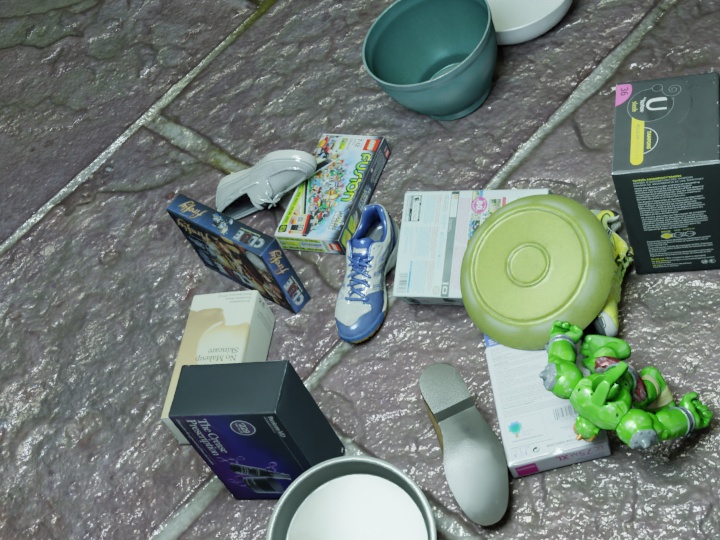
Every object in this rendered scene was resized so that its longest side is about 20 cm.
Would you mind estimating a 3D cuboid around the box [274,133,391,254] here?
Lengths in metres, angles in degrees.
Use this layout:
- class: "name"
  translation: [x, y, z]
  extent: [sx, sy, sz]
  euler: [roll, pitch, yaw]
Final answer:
- class: "box"
  translation: [-0.039, -0.116, 1.729]
  extent: [0.110, 0.035, 0.200]
  euler: [5, 56, 27]

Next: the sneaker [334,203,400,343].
- class: "sneaker"
  translation: [0.000, 0.000, 1.583]
  extent: [0.075, 0.088, 0.200]
  euler: [0, 55, 22]

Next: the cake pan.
- class: "cake pan"
  translation: [-0.009, 0.314, 1.335]
  extent: [0.200, 0.037, 0.201]
  euler: [-6, 65, 12]

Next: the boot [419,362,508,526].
- class: "boot"
  translation: [0.125, 0.210, 1.378]
  extent: [0.073, 0.076, 0.200]
  euler: [-17, 62, -4]

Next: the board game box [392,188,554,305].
- class: "board game box"
  translation: [0.152, -0.028, 1.524]
  extent: [0.200, 0.064, 0.148]
  euler: [1, 76, 27]

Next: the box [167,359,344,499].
- class: "box"
  translation: [-0.120, 0.194, 1.399]
  extent: [0.141, 0.200, 0.079]
  euler: [-7, 49, 19]

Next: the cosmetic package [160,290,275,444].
- class: "cosmetic package"
  translation: [-0.189, 0.129, 1.571]
  extent: [0.105, 0.071, 0.200]
  euler: [-6, 51, 19]

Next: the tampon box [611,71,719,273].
- class: "tampon box"
  translation: [0.385, -0.115, 1.429]
  extent: [0.126, 0.200, 0.150]
  euler: [-4, 51, 20]

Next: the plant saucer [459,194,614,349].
- class: "plant saucer"
  translation: [0.209, -0.004, 1.431]
  extent: [0.200, 0.031, 0.200]
  euler: [-9, 69, 25]

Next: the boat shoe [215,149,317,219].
- class: "boat shoe"
  translation: [-0.145, -0.121, 1.733]
  extent: [0.200, 0.072, 0.069]
  euler: [-14, 58, 35]

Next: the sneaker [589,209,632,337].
- class: "sneaker"
  translation: [0.302, -0.005, 1.462]
  extent: [0.076, 0.075, 0.200]
  euler: [-15, 50, 14]

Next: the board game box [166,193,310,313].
- class: "board game box"
  translation: [-0.172, -0.024, 1.646]
  extent: [0.200, 0.136, 0.035]
  euler: [25, 66, 37]

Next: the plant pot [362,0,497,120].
- class: "plant pot"
  translation: [0.120, -0.309, 1.745]
  extent: [0.200, 0.134, 0.201]
  euler: [-15, 51, 19]

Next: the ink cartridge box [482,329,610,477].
- class: "ink cartridge box"
  translation: [0.219, 0.142, 1.402]
  extent: [0.119, 0.042, 0.200]
  euler: [-15, 52, 10]

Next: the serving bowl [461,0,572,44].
- class: "serving bowl"
  translation: [0.244, -0.421, 1.832]
  extent: [0.200, 0.066, 0.200]
  euler: [-13, 49, 15]

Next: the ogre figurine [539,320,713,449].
- class: "ogre figurine"
  translation: [0.281, 0.132, 1.306]
  extent: [0.200, 0.098, 0.120]
  euler: [50, 40, 10]
